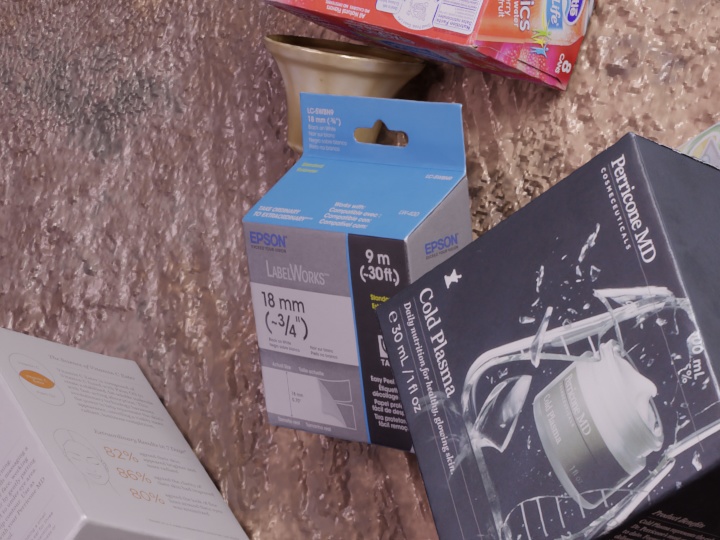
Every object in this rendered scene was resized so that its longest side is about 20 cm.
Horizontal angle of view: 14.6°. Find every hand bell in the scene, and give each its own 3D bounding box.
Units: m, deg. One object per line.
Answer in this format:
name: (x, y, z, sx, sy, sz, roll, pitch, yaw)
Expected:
hand bell: (-0.024, -0.043, 1.790, 0.104, 0.104, 0.200, 17, 102, 46)

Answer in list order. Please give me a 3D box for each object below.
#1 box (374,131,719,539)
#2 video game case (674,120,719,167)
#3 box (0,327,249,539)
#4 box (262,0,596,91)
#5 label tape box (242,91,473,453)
box: (0.136, 0.068, 1.524, 0.197, 0.124, 0.200, -35, 56, 29)
video game case: (0.209, 0.015, 1.569, 0.182, 0.023, 0.200, -33, 56, 33)
box: (-0.188, 0.144, 1.824, 0.106, 0.152, 0.200, -54, 46, 19)
box: (0.045, -0.185, 1.741, 0.200, 0.095, 0.100, 18, 88, 45)
label tape box: (0.000, 0.000, 1.692, 0.144, 0.063, 0.200, 7, 110, 45)
